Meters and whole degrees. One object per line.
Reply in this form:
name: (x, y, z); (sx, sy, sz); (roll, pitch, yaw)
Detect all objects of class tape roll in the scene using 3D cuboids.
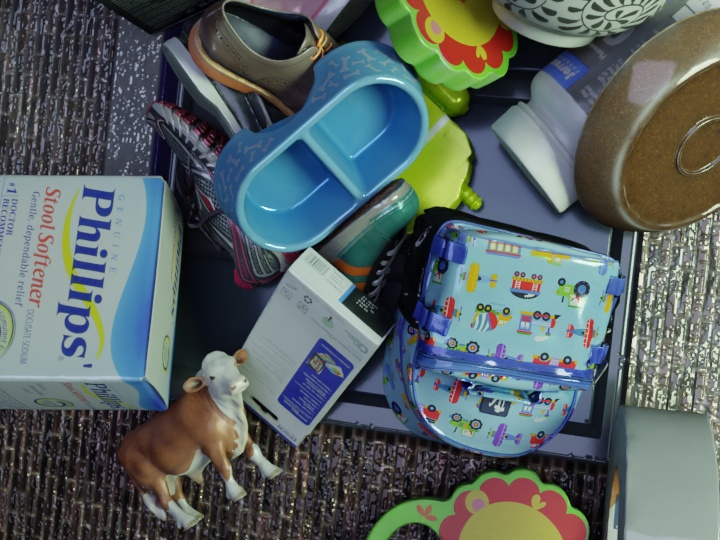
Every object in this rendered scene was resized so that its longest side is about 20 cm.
tape roll: (0.228, 0.210, 0.719); (0.065, 0.200, 0.204); (4, 90, 11)

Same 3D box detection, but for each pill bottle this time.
pill bottle: (0.214, -0.147, 0.768); (0.199, 0.114, 0.114); (-39, 83, 8)

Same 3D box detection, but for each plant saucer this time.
plant saucer: (0.262, -0.105, 0.725); (0.200, 0.200, 0.035); (-39, 44, 8)

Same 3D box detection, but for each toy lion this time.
toy lion: (0.079, -0.251, 0.765); (0.068, 0.199, 0.194); (-19, 98, 47)
toy lion: (0.101, 0.262, 0.821); (0.198, 0.069, 0.194); (19, 87, 11)

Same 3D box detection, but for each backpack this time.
backpack: (0.110, 0.064, 0.767); (0.180, 0.135, 0.203); (14, 99, -8)

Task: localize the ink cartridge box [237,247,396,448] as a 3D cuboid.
ink cartridge box: (-0.051, 0.075, 0.822); (0.099, 0.039, 0.200); (39, 136, 3)

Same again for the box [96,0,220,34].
box: (-0.205, -0.318, 0.811); (0.103, 0.200, 0.150); (-21, 86, 11)

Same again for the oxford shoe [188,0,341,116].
oxford shoe: (-0.040, -0.165, 0.763); (0.198, 0.073, 0.072); (15, 72, -24)

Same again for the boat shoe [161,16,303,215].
boat shoe: (-0.091, -0.130, 0.810); (0.060, 0.076, 0.201); (-38, 108, -10)

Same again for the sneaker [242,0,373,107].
sneaker: (-0.061, -0.248, 0.844); (0.105, 0.075, 0.200); (44, 102, 3)

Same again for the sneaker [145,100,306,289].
sneaker: (-0.137, -0.074, 0.857); (0.074, 0.081, 0.201); (-39, 83, 11)

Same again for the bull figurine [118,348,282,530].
bull figurine: (-0.146, 0.158, 0.846); (0.199, 0.065, 0.122); (-35, 82, 35)

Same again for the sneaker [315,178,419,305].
sneaker: (0.000, 0.000, 0.811); (0.080, 0.072, 0.200); (42, 132, -4)

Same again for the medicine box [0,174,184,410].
medicine box: (-0.263, 0.020, 0.801); (0.197, 0.103, 0.185); (0, 69, 2)

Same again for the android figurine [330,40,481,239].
android figurine: (0.022, -0.111, 0.844); (0.200, 0.041, 0.182); (43, 97, 9)

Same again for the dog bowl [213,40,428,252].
dog bowl: (-0.028, -0.094, 0.751); (0.199, 0.050, 0.111); (-39, 127, 8)

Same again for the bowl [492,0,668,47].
bowl: (0.156, -0.234, 0.704); (0.199, 0.201, 0.095); (26, 133, 10)
